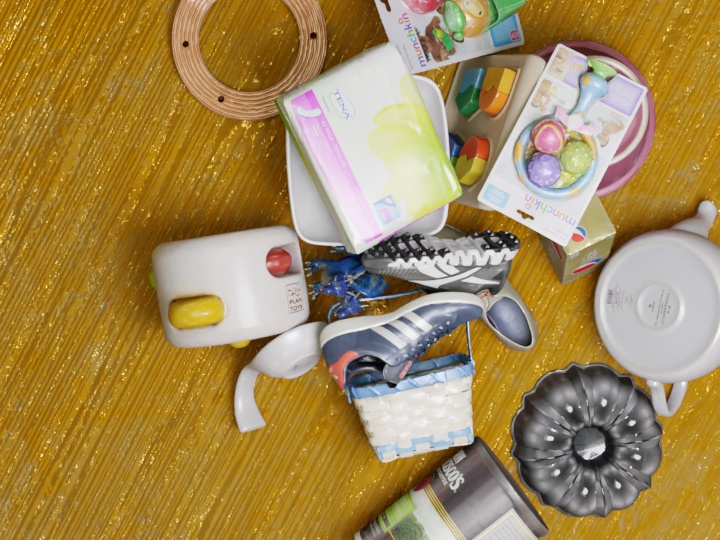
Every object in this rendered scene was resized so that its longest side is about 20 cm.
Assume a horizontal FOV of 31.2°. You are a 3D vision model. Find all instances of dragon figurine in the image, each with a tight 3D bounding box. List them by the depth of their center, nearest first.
[{"bbox_3d":[0.000,0.000,1.567,0.099,0.199,0.060,10,117,35],"label":"dragon figurine"}]

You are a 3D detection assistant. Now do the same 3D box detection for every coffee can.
[{"bbox_3d":[0.112,0.324,1.593,0.199,0.146,0.147,-38,91,2],"label":"coffee can"}]

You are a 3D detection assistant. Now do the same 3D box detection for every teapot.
[{"bbox_3d":[0.392,0.047,1.586,0.200,0.145,0.199,-41,68,26],"label":"teapot"}]

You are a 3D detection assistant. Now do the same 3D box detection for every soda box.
[{"bbox_3d":[0.258,-0.040,1.547,0.063,0.200,0.068,-25,77,1],"label":"soda box"}]

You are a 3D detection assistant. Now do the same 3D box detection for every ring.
[{"bbox_3d":[-0.141,-0.292,1.636,0.198,0.019,0.203,0,92,0],"label":"ring"}]

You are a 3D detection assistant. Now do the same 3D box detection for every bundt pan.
[{"bbox_3d":[0.291,0.220,1.623,0.199,0.076,0.205,0,93,0],"label":"bundt pan"}]

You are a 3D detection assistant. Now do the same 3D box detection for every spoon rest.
[{"bbox_3d":[-0.106,0.121,1.592,0.061,0.099,0.200,57,133,22],"label":"spoon rest"}]

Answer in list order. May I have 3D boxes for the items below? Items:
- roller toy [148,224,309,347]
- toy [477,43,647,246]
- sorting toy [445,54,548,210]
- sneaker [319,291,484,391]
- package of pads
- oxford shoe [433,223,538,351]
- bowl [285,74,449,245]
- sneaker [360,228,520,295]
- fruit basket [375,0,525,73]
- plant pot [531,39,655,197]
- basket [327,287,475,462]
[{"bbox_3d":[-0.155,0.024,1.564,0.180,0.200,0.142,-10,92,-16],"label":"roller toy"},{"bbox_3d":[0.226,-0.144,1.435,0.114,0.047,0.201,28,86,7],"label":"toy"},{"bbox_3d":[0.139,-0.173,1.553,0.036,0.200,0.187,17,93,-23],"label":"sorting toy"},{"bbox_3d":[0.055,0.088,1.503,0.198,0.075,0.085,-17,64,3],"label":"sneaker"},{"bbox_3d":[0.013,-0.142,1.475,0.153,0.068,0.202,-29,100,-10],"label":"package of pads"},{"bbox_3d":[0.156,0.018,1.616,0.071,0.074,0.200,-45,91,2],"label":"oxford shoe"},{"bbox_3d":[0.004,-0.134,1.548,0.197,0.075,0.202,-4,97,-11],"label":"bowl"},{"bbox_3d":[0.094,0.004,1.530,0.198,0.067,0.091,-4,118,-20],"label":"sneaker"},{"bbox_3d":[0.101,-0.344,1.555,0.199,0.093,0.187,-18,87,-37],"label":"fruit basket"},{"bbox_3d":[0.267,-0.185,1.555,0.197,0.179,0.203,0,92,1],"label":"plant pot"},{"bbox_3d":[0.056,0.124,1.588,0.174,0.139,0.203,-8,97,-2],"label":"basket"}]
